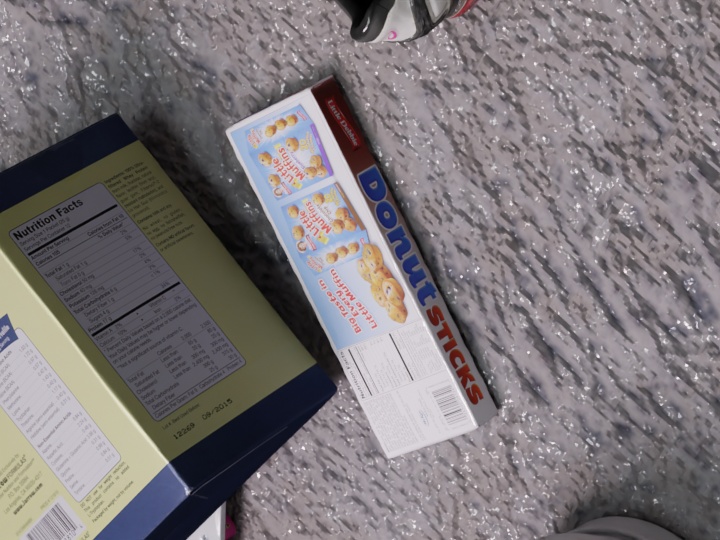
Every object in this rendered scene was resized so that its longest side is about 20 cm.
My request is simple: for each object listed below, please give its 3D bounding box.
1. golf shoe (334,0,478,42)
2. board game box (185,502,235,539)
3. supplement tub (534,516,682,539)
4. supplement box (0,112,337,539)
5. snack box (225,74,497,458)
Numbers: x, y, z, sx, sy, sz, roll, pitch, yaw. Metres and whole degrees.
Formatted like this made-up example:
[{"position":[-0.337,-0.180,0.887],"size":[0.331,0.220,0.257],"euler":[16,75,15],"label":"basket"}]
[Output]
[{"position":[-0.021,-0.201,1.415],"size":[0.200,0.092,0.073],"euler":[53,135,7],"label":"golf shoe"},{"position":[-0.152,0.065,1.696],"size":[0.199,0.026,0.201],"euler":[21,122,30],"label":"board game box"},{"position":[0.093,0.221,1.453],"size":[0.144,0.200,0.146],"euler":[17,121,31],"label":"supplement tub"},{"position":[-0.160,0.063,1.592],"size":[0.200,0.134,0.200],"euler":[51,133,7],"label":"supplement box"},{"position":[0.000,0.000,1.541],"size":[0.072,0.024,0.201],"euler":[-22,96,44],"label":"snack box"}]
